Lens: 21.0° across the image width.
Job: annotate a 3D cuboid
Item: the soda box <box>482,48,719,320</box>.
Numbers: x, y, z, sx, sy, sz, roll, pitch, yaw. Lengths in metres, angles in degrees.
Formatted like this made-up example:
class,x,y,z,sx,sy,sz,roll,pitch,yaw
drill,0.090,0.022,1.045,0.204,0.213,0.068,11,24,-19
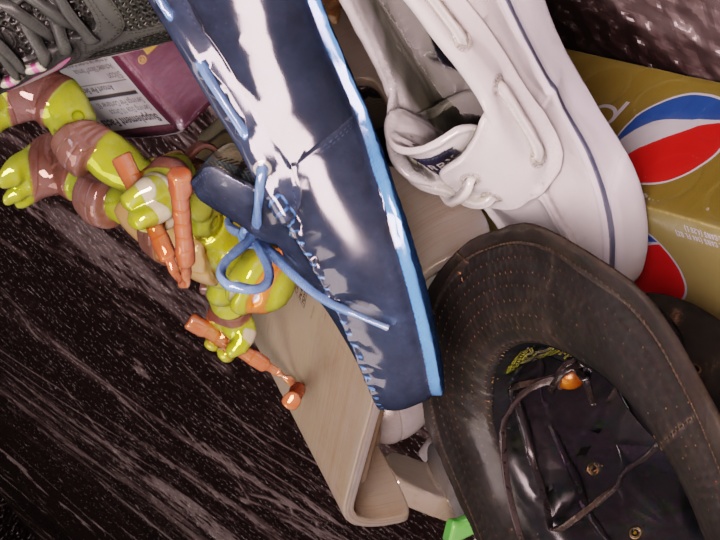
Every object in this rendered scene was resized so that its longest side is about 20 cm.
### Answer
class,x,y,z,sx,sy,sz,roll,pitch,yaw
soda box,0.107,-0.034,0.759,0.199,0.068,0.064,21,150,51

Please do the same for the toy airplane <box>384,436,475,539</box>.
class,x,y,z,sx,sy,sz,roll,pitch,yaw
toy airplane,0.113,0.148,1.064,0.199,0.200,0.141,50,121,4

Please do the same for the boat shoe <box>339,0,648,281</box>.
class,x,y,z,sx,sy,sz,roll,pitch,yaw
boat shoe,0.036,-0.056,0.672,0.073,0.065,0.201,14,141,52

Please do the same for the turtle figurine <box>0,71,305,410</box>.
class,x,y,z,sx,sy,sz,roll,pitch,yaw
turtle figurine,-0.082,-0.028,0.790,0.161,0.065,0.200,33,167,23

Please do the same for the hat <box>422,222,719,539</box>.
class,x,y,z,sx,sy,sz,roll,pitch,yaw
hat,0.104,0.070,0.679,0.200,0.080,0.202,38,137,45

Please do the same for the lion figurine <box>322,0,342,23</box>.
class,x,y,z,sx,sy,sz,roll,pitch,yaw
lion figurine,-0.057,-0.195,0.743,0.122,0.072,0.201,33,-145,-67

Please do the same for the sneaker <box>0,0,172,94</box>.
class,x,y,z,sx,sy,sz,roll,pitch,yaw
sneaker,-0.136,-0.093,0.739,0.199,0.087,0.081,-7,129,41

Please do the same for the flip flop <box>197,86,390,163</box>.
class,x,y,z,sx,sy,sz,roll,pitch,yaw
flip flop,-0.027,-0.082,0.956,0.080,0.058,0.200,8,175,-21

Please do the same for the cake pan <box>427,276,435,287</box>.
class,x,y,z,sx,sy,sz,roll,pitch,yaw
cake pan,0.041,0.009,0.975,0.199,0.037,0.200,26,165,7

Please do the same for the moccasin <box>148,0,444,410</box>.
class,x,y,z,sx,sy,sz,roll,pitch,yaw
moccasin,-0.029,-0.042,0.674,0.080,0.068,0.201,-98,-13,-84

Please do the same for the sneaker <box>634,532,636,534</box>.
class,x,y,z,sx,sy,sz,roll,pitch,yaw
sneaker,0.143,0.078,0.895,0.070,0.090,0.201,26,155,44

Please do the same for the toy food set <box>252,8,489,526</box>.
class,x,y,z,sx,sy,sz,roll,pitch,yaw
toy food set,0.000,0.000,0.840,0.144,0.060,0.201,61,153,33

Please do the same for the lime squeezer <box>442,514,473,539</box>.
class,x,y,z,sx,sy,sz,roll,pitch,yaw
lime squeezer,0.140,0.110,0.980,0.199,0.071,0.038,8,175,-25

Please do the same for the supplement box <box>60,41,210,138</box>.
class,x,y,z,sx,sy,sz,roll,pitch,yaw
supplement box,-0.115,-0.172,0.831,0.200,0.131,0.103,50,160,-21
